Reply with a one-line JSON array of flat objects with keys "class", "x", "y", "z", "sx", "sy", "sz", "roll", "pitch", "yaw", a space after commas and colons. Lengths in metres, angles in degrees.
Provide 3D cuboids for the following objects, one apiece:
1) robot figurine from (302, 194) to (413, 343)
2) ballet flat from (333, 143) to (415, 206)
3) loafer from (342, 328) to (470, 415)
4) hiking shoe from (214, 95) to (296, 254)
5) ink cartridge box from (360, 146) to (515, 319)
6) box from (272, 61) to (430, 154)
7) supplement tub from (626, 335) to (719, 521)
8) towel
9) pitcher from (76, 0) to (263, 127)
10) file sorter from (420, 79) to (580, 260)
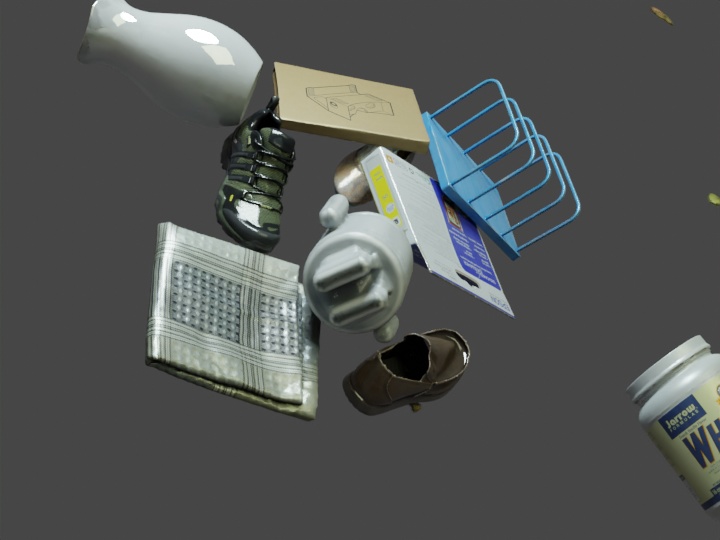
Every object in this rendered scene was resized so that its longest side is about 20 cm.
[{"class": "robot figurine", "x": 0.000, "y": 0.000, "z": 1.264, "sx": 0.200, "sy": 0.112, "sz": 0.171, "roll": -65, "pitch": 135, "yaw": -74}, {"class": "ballet flat", "x": 0.027, "y": -0.151, "z": 1.503, "sx": 0.068, "sy": 0.067, "sz": 0.200, "roll": 41, "pitch": 37, "yaw": 0}, {"class": "loafer", "x": 0.067, "y": 0.107, "z": 1.274, "sx": 0.073, "sy": 0.071, "sz": 0.199, "roll": 52, "pitch": 38, "yaw": 14}, {"class": "hiking shoe", "x": -0.117, "y": -0.113, "z": 1.307, "sx": 0.075, "sy": 0.101, "sz": 0.202, "roll": 15, "pitch": 43, "yaw": -28}, {"class": "ink cartridge box", "x": 0.098, "y": -0.037, "z": 1.432, "sx": 0.197, "sy": 0.047, "sz": 0.202, "roll": 27, "pitch": 38, "yaw": -47}, {"class": "box", "x": -0.015, "y": -0.214, "z": 1.497, "sx": 0.197, "sy": 0.021, "sz": 0.164, "roll": 9, "pitch": 32, "yaw": -14}, {"class": "supplement tub", "x": 0.449, "y": 0.200, "z": 1.460, "sx": 0.144, "sy": 0.145, "sz": 0.201, "roll": -14, "pitch": 62, "yaw": -48}, {"class": "towel", "x": -0.126, "y": 0.049, "z": 1.190, "sx": 0.198, "sy": 0.035, "sz": 0.194, "roll": 22, "pitch": 40, "yaw": -25}, {"class": "pitcher", "x": -0.218, "y": -0.258, "z": 1.367, "sx": 0.198, "sy": 0.122, "sz": 0.172, "roll": 23, "pitch": 23, "yaw": -6}, {"class": "file sorter", "x": 0.192, "y": -0.139, "z": 1.538, "sx": 0.200, "sy": 0.122, "sz": 0.140, "roll": 38, "pitch": 29, "yaw": -44}]
